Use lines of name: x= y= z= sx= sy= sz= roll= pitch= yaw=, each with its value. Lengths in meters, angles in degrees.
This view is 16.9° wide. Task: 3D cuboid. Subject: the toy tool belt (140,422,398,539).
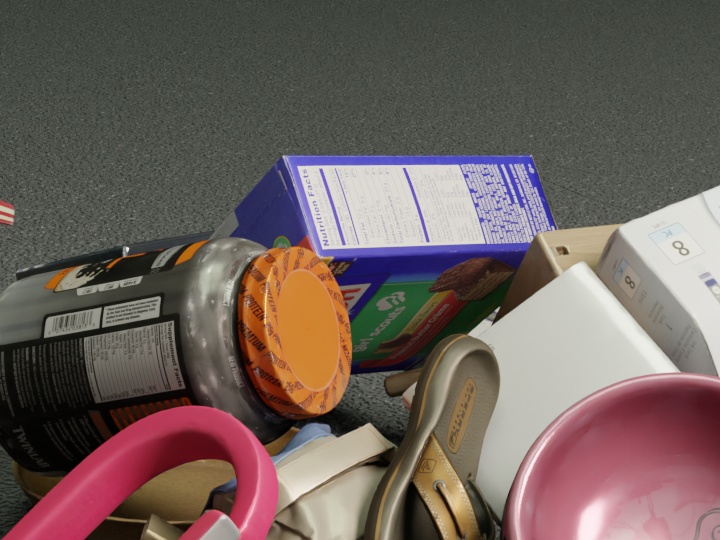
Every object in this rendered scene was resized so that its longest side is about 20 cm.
toy tool belt: x=-0.027 y=0.134 z=1.349 sx=0.122 sy=0.126 sz=0.200 roll=18 pitch=21 yaw=22

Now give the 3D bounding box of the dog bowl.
dog bowl: x=0.160 y=0.140 z=1.240 sx=0.198 sy=0.074 sz=0.201 roll=-6 pitch=54 yaw=8

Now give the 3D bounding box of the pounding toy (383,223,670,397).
pounding toy: x=0.144 y=0.057 z=1.544 sx=0.183 sy=0.201 sz=0.143 roll=-6 pitch=52 yaw=-26

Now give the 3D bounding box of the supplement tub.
supplement tub: x=-0.112 y=0.049 z=1.409 sx=0.199 sy=0.124 sz=0.122 roll=-10 pitch=9 yaw=28

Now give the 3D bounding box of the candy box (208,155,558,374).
candy box: x=0.000 y=0.000 z=1.532 sx=0.199 sy=0.078 sz=0.169 roll=-2 pitch=-28 yaw=-36

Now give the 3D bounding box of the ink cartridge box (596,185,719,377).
ink cartridge box: x=0.260 y=0.032 z=1.438 sx=0.159 sy=0.047 sz=0.200 roll=-20 pitch=58 yaw=-34

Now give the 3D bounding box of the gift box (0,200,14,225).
gift box: x=-0.321 y=0.019 z=1.590 sx=0.183 sy=0.188 sz=0.200 roll=-2 pitch=16 yaw=-13

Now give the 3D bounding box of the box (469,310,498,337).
box: x=0.148 y=0.057 z=1.797 sx=0.199 sy=0.037 sz=0.144 roll=-12 pitch=21 yaw=-38

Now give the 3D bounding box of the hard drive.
hard drive: x=0.131 y=0.104 z=1.339 sx=0.132 sy=0.027 sz=0.200 roll=-36 pitch=59 yaw=-6

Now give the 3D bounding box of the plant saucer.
plant saucer: x=-0.113 y=0.133 z=1.488 sx=0.198 sy=0.036 sz=0.200 roll=1 pitch=15 yaw=0

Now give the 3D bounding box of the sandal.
sandal: x=0.049 y=0.126 z=1.290 sx=0.054 sy=0.082 sz=0.201 roll=3 pitch=56 yaw=28

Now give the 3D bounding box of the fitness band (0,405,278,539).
fitness band: x=-0.128 y=0.151 z=1.249 sx=0.200 sy=0.038 sz=0.143 roll=-44 pitch=31 yaw=-14

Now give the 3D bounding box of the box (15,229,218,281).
box: x=-0.108 y=0.030 z=1.649 sx=0.199 sy=0.108 sz=0.148 roll=-11 pitch=0 yaw=-38
